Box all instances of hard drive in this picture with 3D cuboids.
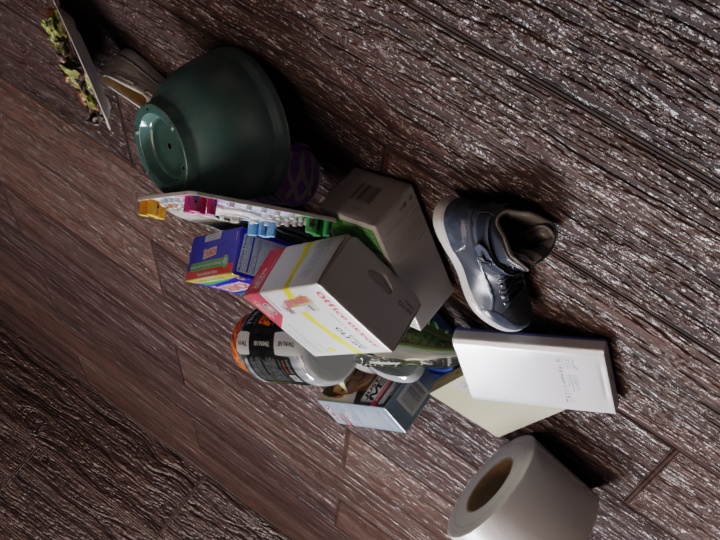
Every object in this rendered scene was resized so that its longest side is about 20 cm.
[{"bbox_3d":[0.230,0.131,1.374,0.198,0.026,0.133,3,138,26],"label":"hard drive"}]

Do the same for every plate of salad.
[{"bbox_3d":[-0.415,-0.296,1.536,0.201,0.048,0.201,62,168,23],"label":"plate of salad"}]

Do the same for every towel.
[{"bbox_3d":[-0.174,-0.066,1.580,0.192,0.035,0.199,23,169,-39],"label":"towel"}]

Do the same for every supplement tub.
[{"bbox_3d":[-0.103,0.110,1.584,0.199,0.123,0.123,-4,131,49],"label":"supplement tub"}]

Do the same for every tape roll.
[{"bbox_3d":[0.249,0.374,1.619,0.139,0.203,0.203,41,155,-4],"label":"tape roll"}]

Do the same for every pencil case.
[{"bbox_3d":[-0.141,-0.135,1.468,0.083,0.086,0.199,11,179,-42],"label":"pencil case"}]

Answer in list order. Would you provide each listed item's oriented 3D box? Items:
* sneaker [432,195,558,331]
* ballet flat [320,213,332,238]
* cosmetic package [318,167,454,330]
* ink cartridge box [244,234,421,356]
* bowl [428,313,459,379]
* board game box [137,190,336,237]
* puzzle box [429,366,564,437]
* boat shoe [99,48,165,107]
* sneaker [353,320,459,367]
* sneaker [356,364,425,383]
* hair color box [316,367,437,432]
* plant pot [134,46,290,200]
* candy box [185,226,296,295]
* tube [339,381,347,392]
[{"bbox_3d":[0.182,0.002,1.238,0.146,0.077,0.203,8,139,54],"label":"sneaker"},{"bbox_3d":[0.000,0.000,1.493,0.067,0.068,0.202,-8,111,22],"label":"ballet flat"},{"bbox_3d":[0.038,-0.027,1.383,0.107,0.085,0.201,20,147,41],"label":"cosmetic package"},{"bbox_3d":[-0.040,0.037,1.375,0.145,0.084,0.199,42,154,-22],"label":"ink cartridge box"},{"bbox_3d":[0.070,0.097,1.600,0.200,0.039,0.201,31,154,17],"label":"bowl"},{"bbox_3d":[-0.162,-0.069,1.345,0.198,0.026,0.199,10,176,-30],"label":"board game box"},{"bbox_3d":[0.201,0.175,1.503,0.132,0.026,0.200,34,148,-11],"label":"puzzle box"},{"bbox_3d":[-0.291,-0.235,1.515,0.200,0.070,0.071,40,156,2],"label":"boat shoe"},{"bbox_3d":[0.088,0.087,1.470,0.198,0.090,0.077,2,165,-13],"label":"sneaker"},{"bbox_3d":[0.034,0.126,1.584,0.199,0.073,0.071,25,162,49],"label":"sneaker"},{"bbox_3d":[0.025,0.191,1.653,0.061,0.099,0.199,48,154,-21],"label":"hair color box"},{"bbox_3d":[-0.203,-0.171,1.339,0.200,0.133,0.202,29,130,40],"label":"plant pot"},{"bbox_3d":[-0.138,0.001,1.586,0.199,0.078,0.169,18,167,-30],"label":"candy box"},{"bbox_3d":[-0.067,0.106,1.690,0.058,0.052,0.201,16,-152,-37],"label":"tube"}]
